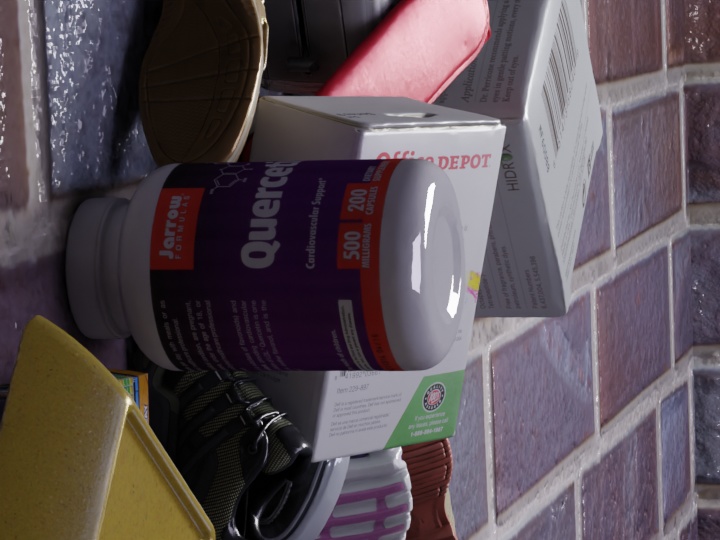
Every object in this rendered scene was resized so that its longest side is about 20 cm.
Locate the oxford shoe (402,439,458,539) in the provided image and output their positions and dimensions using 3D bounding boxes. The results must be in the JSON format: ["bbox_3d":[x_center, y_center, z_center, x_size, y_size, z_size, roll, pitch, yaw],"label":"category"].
[{"bbox_3d":[0.031,0.149,2.037,0.074,0.071,0.200,-105,-175,-55],"label":"oxford shoe"}]

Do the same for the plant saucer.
[{"bbox_3d":[-0.121,0.153,1.298,0.200,0.048,0.200,66,28,-54],"label":"plant saucer"}]

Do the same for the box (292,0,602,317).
[{"bbox_3d":[0.063,-0.099,1.933,0.200,0.171,0.199,75,21,-43],"label":"box"}]

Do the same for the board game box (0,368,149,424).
[{"bbox_3d":[-0.154,0.154,1.363,0.165,0.057,0.200,-11,100,-75],"label":"board game box"}]

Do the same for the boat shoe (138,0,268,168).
[{"bbox_3d":[-0.083,-0.124,1.582,0.069,0.074,0.200,67,22,-55],"label":"boat shoe"}]

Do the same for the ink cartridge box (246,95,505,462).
[{"bbox_3d":[0.000,0.000,1.633,0.145,0.087,0.200,-6,110,-51],"label":"ink cartridge box"}]

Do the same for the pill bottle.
[{"bbox_3d":[-0.050,-0.002,1.470,0.112,0.200,0.113,-1,90,-75],"label":"pill bottle"}]

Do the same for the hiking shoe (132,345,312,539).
[{"bbox_3d":[-0.073,0.085,1.570,0.076,0.101,0.200,15,75,-74],"label":"hiking shoe"}]

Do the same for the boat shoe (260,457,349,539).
[{"bbox_3d":[-0.047,0.076,1.738,0.071,0.072,0.200,8,93,-41],"label":"boat shoe"}]

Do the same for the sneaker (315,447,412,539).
[{"bbox_3d":[-0.011,0.111,1.854,0.088,0.080,0.200,-113,-160,-67],"label":"sneaker"}]

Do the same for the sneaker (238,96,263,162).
[{"bbox_3d":[-0.032,-0.043,1.751,0.200,0.085,0.077,60,35,-59],"label":"sneaker"}]

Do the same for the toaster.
[{"bbox_3d":[-0.014,-0.196,1.775,0.200,0.114,0.129,-61,151,-58],"label":"toaster"}]

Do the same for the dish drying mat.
[{"bbox_3d":[0.022,-0.119,1.712,0.200,0.018,0.077,-48,134,-35],"label":"dish drying mat"}]
